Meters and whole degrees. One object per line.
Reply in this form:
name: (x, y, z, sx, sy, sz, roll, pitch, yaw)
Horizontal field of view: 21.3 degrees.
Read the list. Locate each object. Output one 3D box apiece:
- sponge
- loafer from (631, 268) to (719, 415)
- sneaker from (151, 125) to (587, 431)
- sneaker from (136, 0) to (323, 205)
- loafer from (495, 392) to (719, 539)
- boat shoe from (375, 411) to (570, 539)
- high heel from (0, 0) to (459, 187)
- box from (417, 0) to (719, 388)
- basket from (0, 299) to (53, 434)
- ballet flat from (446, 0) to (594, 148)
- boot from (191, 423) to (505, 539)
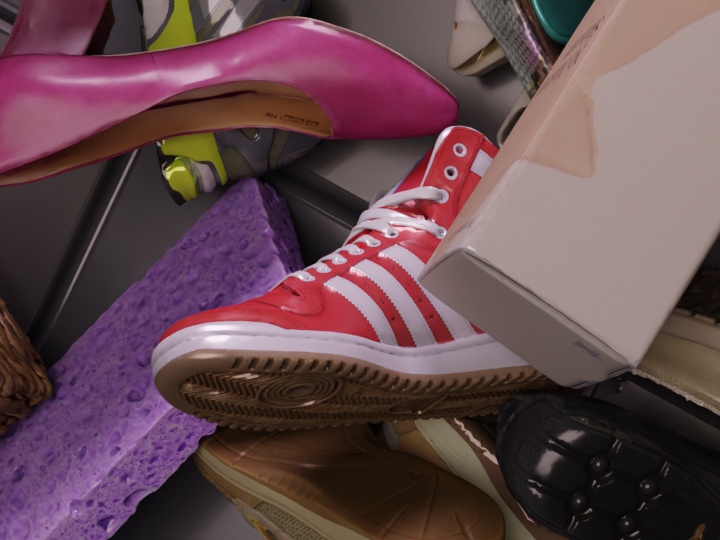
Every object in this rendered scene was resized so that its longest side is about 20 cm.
sponge: (-0.100, 0.054, 0.864, 0.200, 0.112, 0.030, -44, 120, 12)
loafer: (0.175, 0.053, 0.759, 0.198, 0.075, 0.069, 19, 111, 26)
sneaker: (0.000, 0.000, 0.774, 0.071, 0.198, 0.114, -36, 60, 50)
sneaker: (-0.064, -0.133, 0.880, 0.080, 0.074, 0.202, -7, 84, -5)
loafer: (0.142, 0.104, 0.787, 0.199, 0.070, 0.068, 30, 101, -17)
boat shoe: (0.082, 0.129, 0.833, 0.200, 0.071, 0.076, 51, 126, 17)
high heel: (-0.062, -0.057, 0.800, 0.198, 0.068, 0.097, 11, 70, 9)
box: (0.111, -0.061, 0.722, 0.077, 0.095, 0.201, 34, 77, -3)
basket: (-0.265, 0.018, 0.877, 0.149, 0.143, 0.201, -39, 68, 12)
ballet flat: (0.081, -0.083, 0.835, 0.071, 0.069, 0.201, -32, 80, 33)
boot: (-0.008, 0.144, 0.843, 0.199, 0.072, 0.157, 24, 127, 46)
